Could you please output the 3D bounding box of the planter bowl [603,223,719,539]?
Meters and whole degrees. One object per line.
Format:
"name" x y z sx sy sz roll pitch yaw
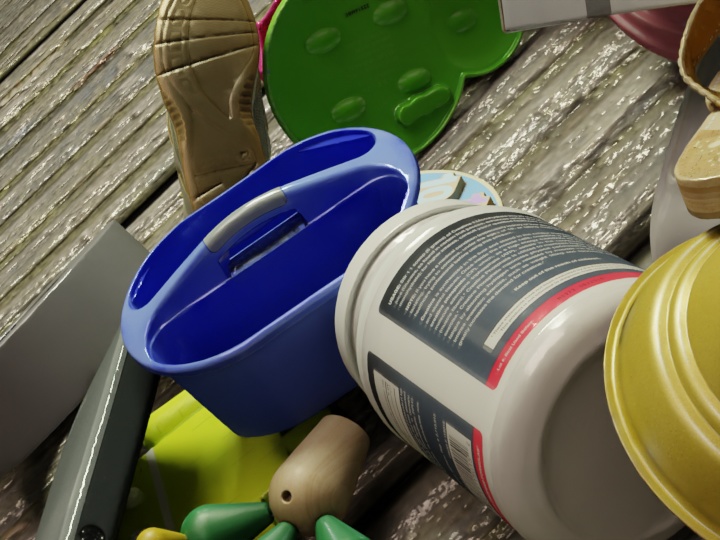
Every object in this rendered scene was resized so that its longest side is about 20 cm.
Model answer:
"planter bowl" 0.206 0.027 0.704 0.200 0.083 0.200 2 49 -3

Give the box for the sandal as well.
"sandal" 0.184 -0.102 0.804 0.078 0.070 0.212 -13 22 28

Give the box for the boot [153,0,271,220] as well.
"boot" -0.100 -0.092 1.191 0.072 0.155 0.200 -9 73 -6

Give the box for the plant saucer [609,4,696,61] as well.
"plant saucer" 0.226 -0.224 1.040 0.200 0.051 0.201 -8 71 25

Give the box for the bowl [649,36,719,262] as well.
"bowl" 0.246 -0.079 0.906 0.200 0.075 0.200 -11 42 41

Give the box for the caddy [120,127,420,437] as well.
"caddy" -0.045 -0.001 0.996 0.200 0.105 0.141 -35 39 2

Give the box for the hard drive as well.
"hard drive" -0.164 0.135 1.021 0.200 0.033 0.140 -81 17 -48

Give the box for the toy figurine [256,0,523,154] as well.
"toy figurine" -0.002 -0.171 1.270 0.200 0.150 0.184 -26 19 -12

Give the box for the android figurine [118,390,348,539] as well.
"android figurine" -0.095 0.135 1.063 0.200 0.041 0.182 -37 32 7

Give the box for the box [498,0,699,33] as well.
"box" 0.193 -0.166 0.919 0.200 0.041 0.156 -3 11 28

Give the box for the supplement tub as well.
"supplement tub" 0.084 0.047 0.866 0.140 0.140 0.200 -46 31 -6

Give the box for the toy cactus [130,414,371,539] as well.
"toy cactus" -0.038 0.156 0.924 0.200 0.102 0.165 -3 44 42

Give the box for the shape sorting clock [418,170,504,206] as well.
"shape sorting clock" 0.000 0.000 1.083 0.200 0.039 0.200 -19 33 13

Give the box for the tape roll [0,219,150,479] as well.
"tape roll" -0.218 0.058 1.205 0.200 0.066 0.200 -46 9 9
